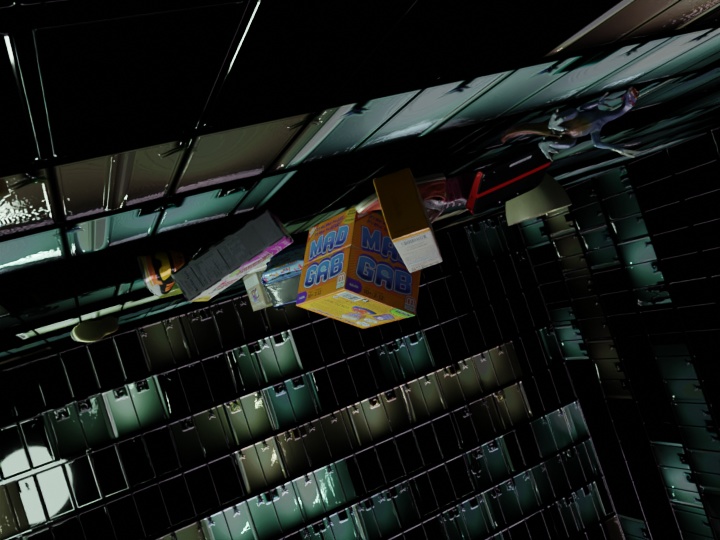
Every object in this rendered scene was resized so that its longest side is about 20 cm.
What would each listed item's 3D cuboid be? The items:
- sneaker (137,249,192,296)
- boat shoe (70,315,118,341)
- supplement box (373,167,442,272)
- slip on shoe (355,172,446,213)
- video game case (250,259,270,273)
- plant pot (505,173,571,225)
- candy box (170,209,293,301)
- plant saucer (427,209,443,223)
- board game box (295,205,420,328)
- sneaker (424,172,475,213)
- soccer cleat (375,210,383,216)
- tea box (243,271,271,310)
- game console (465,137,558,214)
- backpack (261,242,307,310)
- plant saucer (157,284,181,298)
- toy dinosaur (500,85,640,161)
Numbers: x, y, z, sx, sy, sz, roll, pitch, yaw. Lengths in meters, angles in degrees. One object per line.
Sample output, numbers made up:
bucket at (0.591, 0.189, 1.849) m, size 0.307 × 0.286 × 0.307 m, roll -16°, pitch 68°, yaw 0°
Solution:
sneaker at (-0.350, 0.001, 1.279) m, size 0.090 × 0.070 × 0.200 m, roll -15°, pitch 176°, yaw -8°
boat shoe at (-0.855, 0.194, 2.191) m, size 0.066 × 0.072 × 0.201 m, roll -24°, pitch -179°, yaw 19°
supplement box at (0.092, -0.089, 1.284) m, size 0.073 × 0.126 × 0.200 m, roll -19°, pitch 161°, yaw 7°
slip on shoe at (0.087, -0.146, 1.395) m, size 0.200 × 0.061 × 0.074 m, roll -16°, pitch 180°, yaw -16°
video game case at (-0.237, -0.037, 2.161) m, size 0.182 × 0.023 × 0.200 m, roll -20°, pitch 178°, yaw 33°
plant pot at (0.531, -0.233, 2.119) m, size 0.200 × 0.135 × 0.200 m, roll -19°, pitch 179°, yaw 0°
candy box at (-0.221, -0.023, 1.218) m, size 0.200 × 0.061 × 0.136 m, roll -34°, pitch 178°, yaw 0°
plant saucer at (0.150, -0.131, 1.672) m, size 0.200 × 0.034 × 0.200 m, roll -41°, pitch 170°, yaw -9°
board game box at (0.000, 0.000, 1.588) m, size 0.200 × 0.200 × 0.200 m, roll 22°, pitch 155°, yaw -31°
sneaker at (0.199, -0.174, 1.565) m, size 0.087 × 0.074 × 0.200 m, roll -16°, pitch 178°, yaw 44°
soccer cleat at (0.055, -0.122, 1.730) m, size 0.200 × 0.068 × 0.073 m, roll -23°, pitch 173°, yaw 24°
tea box at (-0.285, 0.045, 2.409) m, size 0.197 × 0.134 × 0.200 m, roll -19°, pitch 178°, yaw -23°
game console at (0.327, -0.205, 1.499) m, size 0.200 × 0.031 × 0.177 m, roll -25°, pitch 155°, yaw -12°
backpack at (-0.170, -0.004, 1.940) m, size 0.182 × 0.135 × 0.200 m, roll -16°, pitch -154°, yaw 20°
plant saucer at (-0.452, 0.030, 1.856) m, size 0.200 × 0.031 × 0.200 m, roll -19°, pitch 179°, yaw 0°
toy dinosaur at (0.368, -0.259, 1.136) m, size 0.200 × 0.105 × 0.181 m, roll 28°, pitch -135°, yaw 36°
